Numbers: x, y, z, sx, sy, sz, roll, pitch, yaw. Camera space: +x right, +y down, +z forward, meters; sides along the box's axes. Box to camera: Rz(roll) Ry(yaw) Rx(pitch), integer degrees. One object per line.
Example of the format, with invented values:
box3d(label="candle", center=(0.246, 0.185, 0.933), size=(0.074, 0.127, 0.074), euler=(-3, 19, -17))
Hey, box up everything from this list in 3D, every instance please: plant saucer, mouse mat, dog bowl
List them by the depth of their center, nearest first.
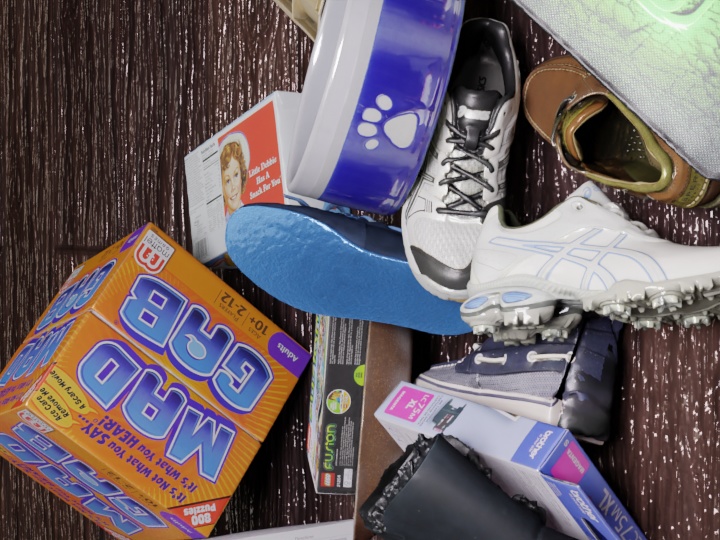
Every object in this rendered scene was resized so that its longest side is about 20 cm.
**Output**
box3d(label="mouse mat", center=(0.177, -0.169, 0.714), size=(0.200, 0.008, 0.161), euler=(46, 106, 16))
box3d(label="dog bowl", center=(0.009, -0.144, 0.937), size=(0.200, 0.078, 0.202), euler=(-165, 90, -81))
box3d(label="plant saucer", center=(0.019, 0.113, 1.018), size=(0.200, 0.036, 0.203), euler=(5, -90, -88))

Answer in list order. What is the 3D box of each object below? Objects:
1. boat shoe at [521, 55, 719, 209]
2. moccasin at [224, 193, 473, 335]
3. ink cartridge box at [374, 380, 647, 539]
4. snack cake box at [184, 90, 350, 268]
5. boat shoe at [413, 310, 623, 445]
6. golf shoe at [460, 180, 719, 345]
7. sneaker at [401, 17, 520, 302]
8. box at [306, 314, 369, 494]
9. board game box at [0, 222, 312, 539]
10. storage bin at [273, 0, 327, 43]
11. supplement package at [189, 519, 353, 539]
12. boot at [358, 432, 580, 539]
box3d(label="boat shoe", center=(0.154, -0.095, 0.828), size=(0.200, 0.067, 0.073), euler=(34, 123, 55))
box3d(label="moccasin", center=(0.000, 0.000, 0.950), size=(0.198, 0.068, 0.081), euler=(21, 113, 8))
box3d(label="ink cartridge box", center=(0.107, 0.140, 0.870), size=(0.199, 0.042, 0.120), euler=(14, 148, 55))
box3d(label="snack cake box", center=(-0.092, -0.079, 1.227), size=(0.199, 0.067, 0.116), euler=(-22, 71, 56))
box3d(label="boat shoe", center=(0.110, 0.062, 0.920), size=(0.199, 0.074, 0.094), euler=(3, 77, 58))
box3d(label="golf shoe", center=(0.151, -0.012, 0.793), size=(0.198, 0.078, 0.098), euler=(-6, 72, 30))
box3d(label="sneaker", center=(0.068, -0.080, 0.890), size=(0.088, 0.075, 0.202), euler=(86, -171, -64))
box3d(label="box", center=(-0.018, 0.074, 1.106), size=(0.110, 0.034, 0.202), euler=(-127, 41, -79))
box3d(label="board game box", center=(-0.208, 0.113, 1.225), size=(0.199, 0.199, 0.201), euler=(-21, 34, 56))
box3d(label="storage bin", center=(-0.018, -0.313, 1.077), size=(0.200, 0.093, 0.200), euler=(51, 133, 44))
box3d(label="supplement package", center=(-0.118, 0.290, 1.157), size=(0.155, 0.198, 0.112), euler=(-22, 72, 56))
box3d(label="boot", center=(0.078, 0.187, 0.848), size=(0.167, 0.077, 0.201), euler=(34, 153, 7))
